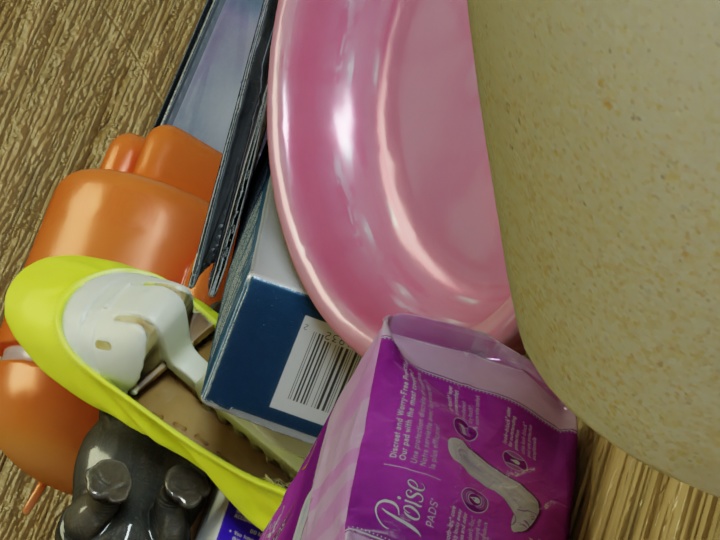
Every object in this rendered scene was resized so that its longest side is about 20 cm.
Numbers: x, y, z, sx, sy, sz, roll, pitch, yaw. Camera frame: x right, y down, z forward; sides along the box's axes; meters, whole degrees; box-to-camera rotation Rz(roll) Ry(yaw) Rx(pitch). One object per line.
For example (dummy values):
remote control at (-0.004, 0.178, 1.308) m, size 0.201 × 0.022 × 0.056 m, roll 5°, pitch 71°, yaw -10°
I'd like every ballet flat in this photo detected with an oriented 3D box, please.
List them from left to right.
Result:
ballet flat at (-0.066, 0.042, 0.950) m, size 0.067 × 0.200 × 0.067 m, roll -45°, pitch -21°, yaw -24°

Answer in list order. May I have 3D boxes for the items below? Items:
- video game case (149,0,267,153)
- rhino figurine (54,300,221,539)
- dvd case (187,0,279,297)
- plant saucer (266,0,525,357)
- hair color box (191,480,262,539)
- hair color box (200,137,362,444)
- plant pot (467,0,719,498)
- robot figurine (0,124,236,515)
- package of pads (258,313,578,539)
video game case at (-0.033, -0.082, 1.254) m, size 0.201 × 0.142 × 0.019 m, roll -66°, pitch 21°, yaw 12°
rhino figurine at (-0.099, 0.109, 0.999) m, size 0.088 × 0.060 × 0.200 m, roll 118°, pitch 170°, yaw -51°
dvd case at (-0.032, -0.109, 0.959) m, size 0.149 × 0.016 × 0.200 m, roll -79°, pitch 6°, yaw -50°
plant saucer at (0.039, -0.064, 0.786) m, size 0.200 × 0.051 × 0.201 m, roll -9°, pitch 80°, yaw 56°
hair color box at (-0.057, 0.164, 1.000) m, size 0.109 × 0.065 × 0.200 m, roll 123°, pitch 169°, yaw -54°
hair color box at (0.000, 0.000, 0.943) m, size 0.200 × 0.100 × 0.061 m, roll -83°, pitch 14°, yaw -65°
plant pot at (0.088, -0.069, 0.347) m, size 0.187 × 0.187 × 0.201 m, roll -80°, pitch 1°, yaw -59°
robot figurine at (-0.120, 0.029, 1.179) m, size 0.117 × 0.143 × 0.201 m, roll 58°, pitch -133°, yaw -64°
package of pads at (-0.006, 0.122, 0.717) m, size 0.121 × 0.075 × 0.200 m, roll -79°, pitch 14°, yaw -52°
